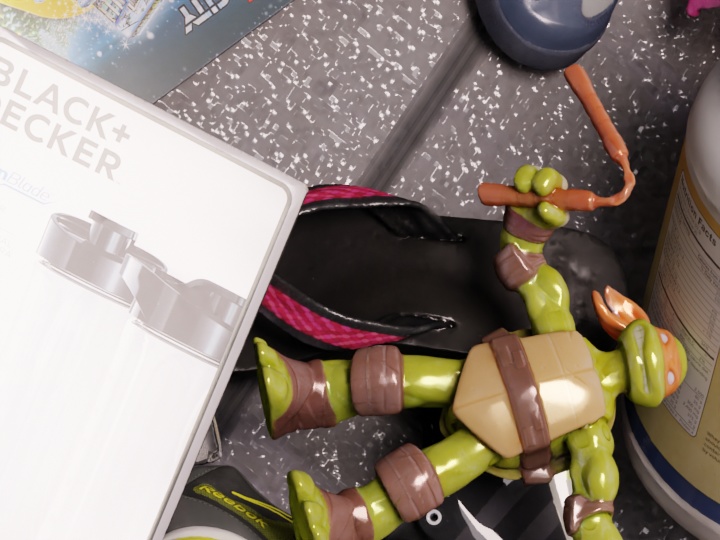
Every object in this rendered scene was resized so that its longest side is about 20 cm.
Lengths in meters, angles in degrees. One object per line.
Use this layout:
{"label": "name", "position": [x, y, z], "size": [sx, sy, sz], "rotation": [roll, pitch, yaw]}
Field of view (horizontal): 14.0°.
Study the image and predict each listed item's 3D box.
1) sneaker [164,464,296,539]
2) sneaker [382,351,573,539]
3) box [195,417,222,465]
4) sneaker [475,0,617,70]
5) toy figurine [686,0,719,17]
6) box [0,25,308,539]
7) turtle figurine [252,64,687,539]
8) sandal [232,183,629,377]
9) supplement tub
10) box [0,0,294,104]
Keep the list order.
{"label": "sneaker", "position": [-0.006, 0.139, 1.066], "size": [0.074, 0.085, 0.200], "rotation": [-33, 121, 18]}
{"label": "sneaker", "position": [0.047, 0.107, 1.098], "size": [0.082, 0.072, 0.201], "rotation": [-5, 74, -14]}
{"label": "box", "position": [-0.168, 0.047, 0.966], "size": [0.199, 0.164, 0.087], "rotation": [-12, 88, -23]}
{"label": "sneaker", "position": [0.094, -0.179, 1.140], "size": [0.070, 0.082, 0.201], "rotation": [15, 78, -19]}
{"label": "toy figurine", "position": [0.210, -0.071, 1.169], "size": [0.183, 0.150, 0.201], "rotation": [26, 99, -2]}
{"label": "box", "position": [-0.109, 0.041, 0.869], "size": [0.116, 0.060, 0.201], "rotation": [28, 74, -16]}
{"label": "turtle figurine", "position": [0.046, 0.037, 1.030], "size": [0.160, 0.064, 0.201], "rotation": [-13, 81, -7]}
{"label": "sandal", "position": [0.000, 0.000, 1.073], "size": [0.199, 0.045, 0.076], "rotation": [2, 72, 0]}
{"label": "supplement tub", "position": [0.179, -0.002, 1.056], "size": [0.143, 0.201, 0.145], "rotation": [5, 42, -5]}
{"label": "box", "position": [-0.074, -0.149, 1.094], "size": [0.200, 0.038, 0.137], "rotation": [-38, 97, -21]}
